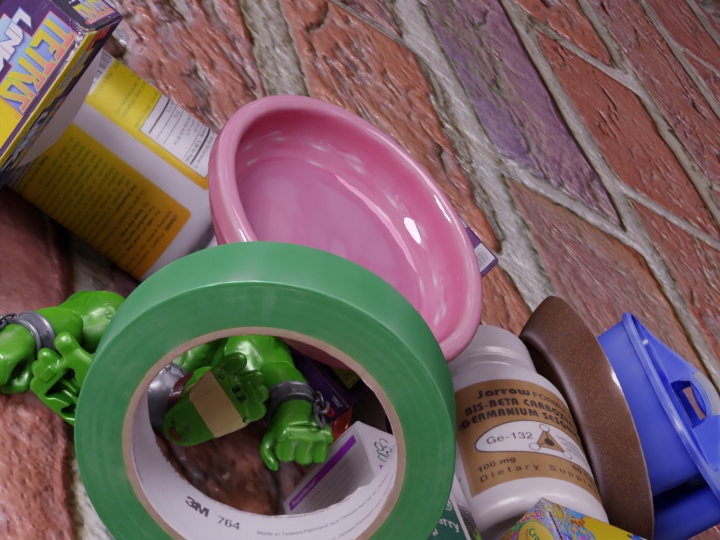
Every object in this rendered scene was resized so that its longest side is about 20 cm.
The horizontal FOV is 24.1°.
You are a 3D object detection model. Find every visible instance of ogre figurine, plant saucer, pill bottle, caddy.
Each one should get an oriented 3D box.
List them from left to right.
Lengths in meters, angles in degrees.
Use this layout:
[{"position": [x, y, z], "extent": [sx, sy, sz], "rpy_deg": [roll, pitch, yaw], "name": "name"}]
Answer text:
[{"position": [-0.153, -0.065, 1.109], "extent": [0.199, 0.109, 0.109], "rpy_deg": [37, 23, -11], "name": "pill bottle"}, {"position": [-0.115, 0.055, 0.973], "extent": [0.198, 0.099, 0.120], "rpy_deg": [-5, 19, 4], "name": "ogre figurine"}, {"position": [-0.015, -0.016, 1.038], "extent": [0.199, 0.051, 0.202], "rpy_deg": [27, 41, -26], "name": "plant saucer"}, {"position": [0.094, 0.130, 1.142], "extent": [0.114, 0.115, 0.201], "rpy_deg": [29, 25, -25], "name": "pill bottle"}, {"position": [0.156, 0.119, 1.233], "extent": [0.200, 0.034, 0.202], "rpy_deg": [161, -90, -80], "name": "plant saucer"}, {"position": [0.238, 0.123, 1.343], "extent": [0.142, 0.104, 0.201], "rpy_deg": [51, 14, -36], "name": "caddy"}]

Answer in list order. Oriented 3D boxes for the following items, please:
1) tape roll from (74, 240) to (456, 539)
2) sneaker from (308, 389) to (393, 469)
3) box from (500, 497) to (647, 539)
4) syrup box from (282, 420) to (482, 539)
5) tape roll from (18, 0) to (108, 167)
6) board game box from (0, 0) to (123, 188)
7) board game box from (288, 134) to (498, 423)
[{"position": [-0.049, 0.085, 0.888], "extent": [0.200, 0.201, 0.048], "rpy_deg": [35, 23, -14], "name": "tape roll"}, {"position": [0.018, 0.077, 1.140], "extent": [0.081, 0.078, 0.201], "rpy_deg": [11, 37, 3], "name": "sneaker"}, {"position": [0.168, 0.269, 0.999], "extent": [0.192, 0.122, 0.201], "rpy_deg": [26, 28, -33], "name": "box"}, {"position": [0.028, 0.190, 0.973], "extent": [0.078, 0.082, 0.201], "rpy_deg": [25, 29, -34], "name": "syrup box"}, {"position": [-0.247, -0.160, 1.013], "extent": [0.203, 0.203, 0.071], "rpy_deg": [51, 25, 23], "name": "tape roll"}, {"position": [-0.253, -0.113, 0.921], "extent": [0.165, 0.200, 0.057], "rpy_deg": [40, 21, -3], "name": "board game box"}, {"position": [0.000, 0.000, 1.106], "extent": [0.120, 0.032, 0.200], "rpy_deg": [51, 44, -2], "name": "board game box"}]
